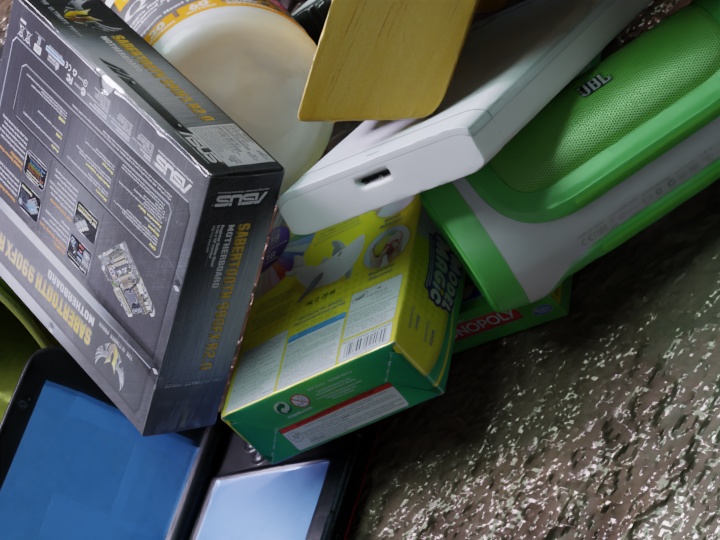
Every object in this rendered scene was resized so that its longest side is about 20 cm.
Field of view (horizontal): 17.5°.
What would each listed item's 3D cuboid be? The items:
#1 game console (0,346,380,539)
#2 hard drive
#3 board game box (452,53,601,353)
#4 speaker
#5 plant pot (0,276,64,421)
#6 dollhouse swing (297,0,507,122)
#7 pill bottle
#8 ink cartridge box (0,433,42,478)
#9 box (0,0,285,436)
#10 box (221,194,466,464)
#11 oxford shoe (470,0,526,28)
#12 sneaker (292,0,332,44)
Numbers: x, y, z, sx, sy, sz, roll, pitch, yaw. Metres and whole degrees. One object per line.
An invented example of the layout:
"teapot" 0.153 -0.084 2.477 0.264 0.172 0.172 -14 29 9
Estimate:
"game console" -0.106 0.133 1.204 0.172 0.119 0.200 -15 45 40
"hard drive" 0.059 -0.091 1.174 0.132 0.027 0.200 -20 17 43
"board game box" 0.062 -0.041 1.282 0.135 0.029 0.200 -22 40 34
"speaker" 0.131 -0.063 1.152 0.200 0.088 0.088 -34 33 0
"plant pot" -0.208 -0.021 1.442 0.200 0.200 0.193 -7 38 45
"dollhouse swing" 0.094 -0.147 1.170 0.200 0.176 0.182 -61 -10 -65
"pill bottle" -0.090 -0.116 1.347 0.116 0.116 0.200 -44 25 4
"ink cartridge box" -0.264 0.121 1.291 0.147 0.200 0.083 -31 32 60
"box" -0.129 -0.034 1.228 0.200 0.048 0.158 42 128 39
"box" 0.000 0.000 1.229 0.117 0.048 0.200 -24 36 31
"oxford shoe" 0.077 -0.178 1.310 0.200 0.073 0.071 -43 43 9
"sneaker" 0.039 -0.183 1.436 0.200 0.076 0.115 -25 29 17
